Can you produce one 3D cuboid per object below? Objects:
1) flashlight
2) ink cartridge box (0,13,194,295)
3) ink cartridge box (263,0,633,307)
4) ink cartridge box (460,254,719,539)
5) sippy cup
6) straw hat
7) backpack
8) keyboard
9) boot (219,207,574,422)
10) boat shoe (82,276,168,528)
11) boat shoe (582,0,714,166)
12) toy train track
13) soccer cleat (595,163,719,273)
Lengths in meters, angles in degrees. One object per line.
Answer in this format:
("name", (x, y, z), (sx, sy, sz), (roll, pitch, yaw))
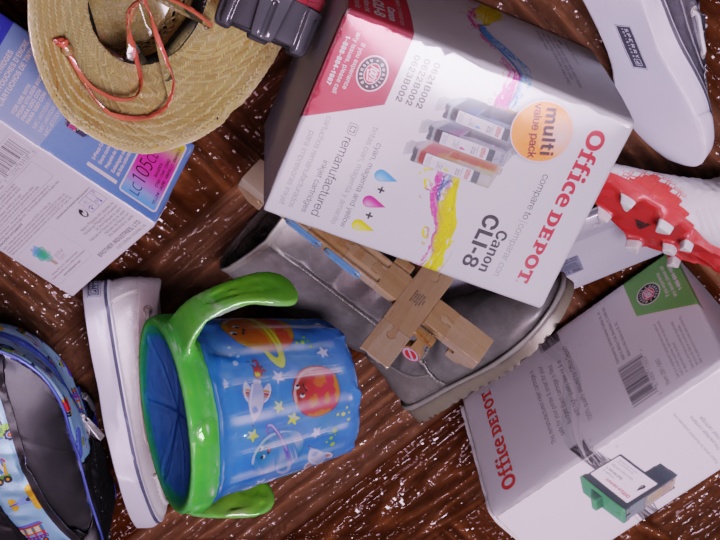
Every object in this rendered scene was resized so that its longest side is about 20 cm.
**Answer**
("flashlight", (-0.027, -0.235, 0.972), (0.067, 0.068, 0.201), (21, 93, -5))
("ink cartridge box", (-0.231, -0.085, 1.030), (0.200, 0.077, 0.136), (33, 142, -19))
("ink cartridge box", (0.052, -0.094, 1.028), (0.199, 0.145, 0.146), (19, 113, -13))
("ink cartridge box", (0.183, 0.103, 1.134), (0.200, 0.146, 0.084), (-37, 119, 16))
("sippy cup", (-0.074, 0.089, 1.079), (0.130, 0.140, 0.178), (-7, 164, -21))
("straw hat", (-0.144, -0.181, 1.001), (0.201, 0.085, 0.202), (-11, 110, -34))
("backpack", (-0.277, 0.123, 1.129), (0.182, 0.135, 0.201), (-8, 118, 4))
("keyboard", (0.149, -0.009, 1.154), (0.199, 0.011, 0.056), (-22, 121, 9))
("boot", (0.026, 0.004, 1.118), (0.182, 0.073, 0.200), (-39, 105, 24))
("boat shoe", (-0.147, 0.096, 1.165), (0.086, 0.075, 0.203), (-9, 109, -4))
("boat shoe", (0.202, -0.157, 1.048), (0.068, 0.072, 0.200), (-49, 129, -20))
("toy train track", (0.000, 0.000, 1.057), (0.200, 0.115, 0.033), (38, 146, 2))
("soccer cleat", (0.253, -0.040, 1.109), (0.199, 0.069, 0.085), (24, 71, -8))
